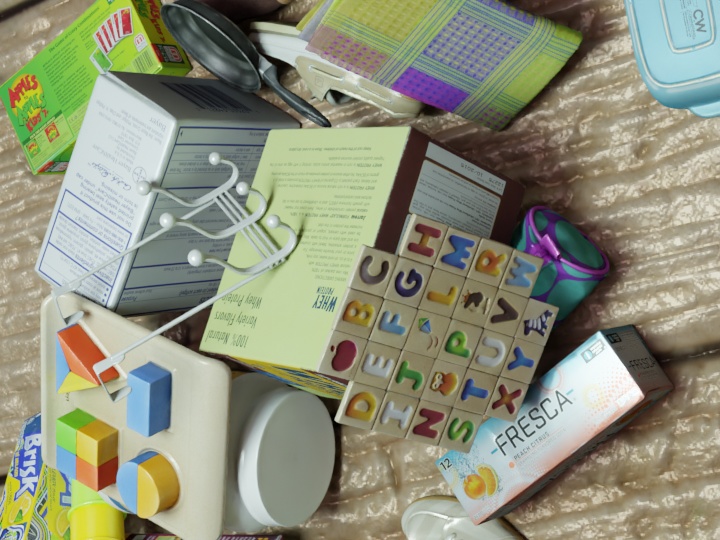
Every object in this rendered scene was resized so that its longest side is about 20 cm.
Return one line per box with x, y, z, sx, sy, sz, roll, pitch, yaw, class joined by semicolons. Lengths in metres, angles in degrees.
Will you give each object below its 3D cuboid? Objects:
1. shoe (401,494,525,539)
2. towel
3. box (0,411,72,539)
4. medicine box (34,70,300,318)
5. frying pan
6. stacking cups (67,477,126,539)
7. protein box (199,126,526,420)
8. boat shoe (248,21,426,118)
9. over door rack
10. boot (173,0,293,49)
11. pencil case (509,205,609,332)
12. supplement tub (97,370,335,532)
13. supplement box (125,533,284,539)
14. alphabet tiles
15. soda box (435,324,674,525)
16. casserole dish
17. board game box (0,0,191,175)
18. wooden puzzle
0.112;0.253;1.400;0.200;0.053;0.070;27;108;29;shoe
0.062;-0.189;1.320;0.144;0.200;0.023;-46;29;50;towel
-0.309;0.230;1.604;0.064;0.070;0.200;-29;37;31;box
-0.175;-0.068;1.490;0.103;0.182;0.200;32;110;28;medicine box
-0.106;-0.194;1.450;0.190;0.115;0.031;23;69;42;frying pan
-0.261;0.185;1.594;0.060;0.060;0.200;-31;51;31;stacking cups
0.000;0.000;1.339;0.198;0.135;0.201;5;75;53;protein box
-0.024;-0.181;1.445;0.200;0.075;0.069;17;109;39;boat shoe
-0.163;-0.006;1.331;0.200;0.067;0.148;-40;36;-2;over door rack
-0.128;-0.324;1.504;0.166;0.072;0.200;-26;83;30;boot
0.113;0.039;1.361;0.200;0.092;0.085;-48;68;26;pencil case
-0.139;0.162;1.506;0.200;0.145;0.145;3;95;33;supplement tub
-0.163;0.314;1.541;0.200;0.110;0.086;-5;119;34;supplement box
0.062;0.052;1.247;0.006;0.200;0.167;30;100;55;alphabet tiles
0.159;0.129;1.354;0.200;0.064;0.068;-42;71;28;soda box
0.258;-0.219;1.277;0.121;0.039;0.201;-12;88;34;casserole dish
-0.267;-0.189;1.622;0.200;0.048;0.102;-34;75;30;board game box
-0.206;0.132;1.416;0.200;0.046;0.186;20;119;28;wooden puzzle
